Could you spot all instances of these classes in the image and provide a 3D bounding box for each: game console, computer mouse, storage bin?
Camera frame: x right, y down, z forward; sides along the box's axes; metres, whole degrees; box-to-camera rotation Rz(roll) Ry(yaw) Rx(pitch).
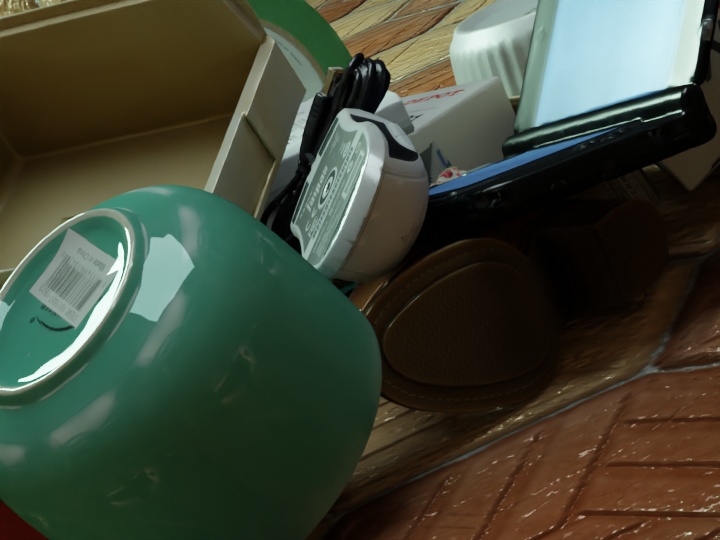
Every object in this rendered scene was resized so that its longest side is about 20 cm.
[{"bbox_3d":[0.078,-0.094,1.028,0.175,0.117,0.200,-21,3,-19],"label":"game console"},{"bbox_3d":[-0.002,-0.034,0.997,0.110,0.044,0.200,-65,13,10],"label":"computer mouse"},{"bbox_3d":[-0.149,-0.037,1.093,0.197,0.094,0.201,-10,43,29],"label":"storage bin"}]

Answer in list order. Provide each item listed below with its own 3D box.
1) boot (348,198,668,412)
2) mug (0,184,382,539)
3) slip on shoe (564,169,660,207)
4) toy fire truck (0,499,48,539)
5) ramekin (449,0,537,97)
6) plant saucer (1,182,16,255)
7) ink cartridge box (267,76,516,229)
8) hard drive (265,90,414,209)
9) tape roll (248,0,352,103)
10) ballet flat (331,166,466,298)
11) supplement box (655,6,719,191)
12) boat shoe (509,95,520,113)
[{"bbox_3d":[0.031,0.022,1.019,0.199,0.074,0.154,-20,7,-42],"label":"boot"},{"bbox_3d":[-0.096,0.048,0.890,0.184,0.114,0.153,-26,40,29],"label":"mug"},{"bbox_3d":[0.112,-0.053,1.204,0.060,0.076,0.200,-38,16,4],"label":"slip on shoe"},{"bbox_3d":[-0.119,0.090,1.051,0.199,0.049,0.141,-16,14,36],"label":"toy fire truck"},{"bbox_3d":[0.152,-0.147,1.463,0.201,0.095,0.202,-22,12,5],"label":"ramekin"},{"bbox_3d":[-0.221,0.041,1.260,0.036,0.202,0.200,20,-3,-20],"label":"plant saucer"},{"bbox_3d":[-0.013,-0.027,1.272,0.200,0.086,0.146,-35,16,-34],"label":"ink cartridge box"},{"bbox_3d":[-0.076,-0.047,1.218,0.199,0.026,0.132,-28,14,-7],"label":"hard drive"},{"bbox_3d":[-0.083,-0.079,1.352,0.200,0.201,0.048,-32,14,-35],"label":"tape roll"},{"bbox_3d":[0.000,0.000,1.148,0.199,0.064,0.076,-24,-34,-35],"label":"ballet flat"},{"bbox_3d":[0.175,-0.125,1.175,0.126,0.073,0.200,-47,10,5],"label":"supplement box"},{"bbox_3d":[0.123,-0.090,1.341,0.199,0.063,0.073,-16,13,30],"label":"boat shoe"}]
